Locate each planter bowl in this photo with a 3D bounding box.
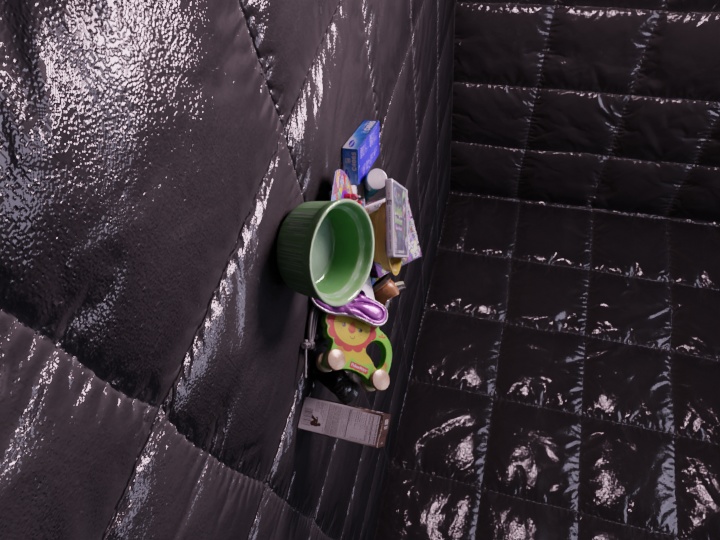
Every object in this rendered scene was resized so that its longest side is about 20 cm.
[{"bbox_3d":[0.050,-0.087,1.377,0.200,0.083,0.202,-2,90,-74],"label":"planter bowl"}]

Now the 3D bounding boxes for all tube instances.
[{"bbox_3d":[0.026,-0.226,1.408,0.200,0.050,0.078,-167,-101,-81],"label":"tube"}]

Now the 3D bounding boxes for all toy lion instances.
[{"bbox_3d":[-0.008,0.165,1.270,0.069,0.199,0.193,-26,-140,57],"label":"toy lion"}]

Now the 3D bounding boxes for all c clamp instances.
[{"bbox_3d":[-0.100,0.150,1.283,0.200,0.027,0.172,-8,102,-74],"label":"c clamp"}]

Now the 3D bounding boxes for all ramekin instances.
[{"bbox_3d":[-0.068,-0.038,1.021,0.200,0.097,0.202,-19,113,-52],"label":"ramekin"}]

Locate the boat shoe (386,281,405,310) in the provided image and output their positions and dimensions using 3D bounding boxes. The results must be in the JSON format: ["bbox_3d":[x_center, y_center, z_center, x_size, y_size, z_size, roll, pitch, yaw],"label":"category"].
[{"bbox_3d":[0.058,0.099,1.591,0.200,0.066,0.072,-27,163,-24],"label":"boat shoe"}]

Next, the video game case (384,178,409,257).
[{"bbox_3d":[0.093,-0.123,1.337,0.200,0.023,0.183,-3,92,-75],"label":"video game case"}]

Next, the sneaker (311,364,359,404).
[{"bbox_3d":[-0.067,0.236,1.350,0.114,0.076,0.200,45,13,-23],"label":"sneaker"}]

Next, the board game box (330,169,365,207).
[{"bbox_3d":[-0.022,-0.125,1.190,0.158,0.039,0.201,60,31,-59],"label":"board game box"}]

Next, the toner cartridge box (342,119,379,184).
[{"bbox_3d":[0.004,-0.304,1.368,0.200,0.043,0.096,-63,156,-52],"label":"toner cartridge box"}]

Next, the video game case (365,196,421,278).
[{"bbox_3d":[0.080,-0.104,1.496,0.181,0.036,0.201,-24,106,-35],"label":"video game case"}]

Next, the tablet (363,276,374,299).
[{"bbox_3d":[0.000,0.000,1.371,0.130,0.014,0.201,53,18,-44],"label":"tablet"}]

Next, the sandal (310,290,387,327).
[{"bbox_3d":[-0.018,0.070,1.238,0.050,0.202,0.083,-30,-135,56],"label":"sandal"}]

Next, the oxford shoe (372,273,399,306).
[{"bbox_3d":[0.027,0.088,1.468,0.200,0.071,0.071,-36,-171,42],"label":"oxford shoe"}]

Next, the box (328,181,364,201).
[{"bbox_3d":[-0.026,-0.136,1.318,0.200,0.036,0.145,-45,132,-68],"label":"box"}]

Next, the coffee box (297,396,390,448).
[{"bbox_3d":[-0.036,0.367,1.301,0.113,0.199,0.080,55,46,-71],"label":"coffee box"}]

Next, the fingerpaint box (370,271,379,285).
[{"bbox_3d":[0.029,-0.044,1.576,0.167,0.073,0.201,41,59,-74],"label":"fingerpaint box"}]
